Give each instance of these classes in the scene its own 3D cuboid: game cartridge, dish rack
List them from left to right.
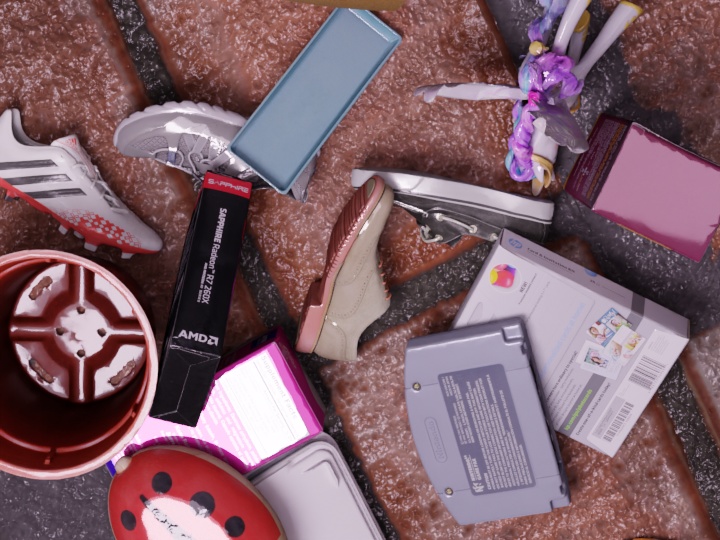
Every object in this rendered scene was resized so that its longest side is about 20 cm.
[{"bbox_3d":[-0.054,0.274,1.596,0.171,0.043,0.201,-30,100,-19],"label":"dish rack"},{"bbox_3d":[0.116,0.147,1.587,0.132,0.042,0.202,-9,112,20],"label":"game cartridge"}]

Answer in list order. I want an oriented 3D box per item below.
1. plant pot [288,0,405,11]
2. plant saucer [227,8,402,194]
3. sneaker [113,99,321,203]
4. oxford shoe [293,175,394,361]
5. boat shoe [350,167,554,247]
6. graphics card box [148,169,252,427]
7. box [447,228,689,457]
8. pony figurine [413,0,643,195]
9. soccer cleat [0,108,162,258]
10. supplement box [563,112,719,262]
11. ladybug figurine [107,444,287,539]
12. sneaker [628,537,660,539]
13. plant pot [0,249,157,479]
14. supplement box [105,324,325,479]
[{"bbox_3d":[-0.039,-0.318,1.504,0.198,0.186,0.188,21,97,-15],"label":"plant pot"},{"bbox_3d":[-0.043,-0.164,1.552,0.070,0.019,0.201,38,70,-4],"label":"plant saucer"},{"bbox_3d":[-0.135,-0.107,1.558,0.198,0.075,0.083,5,73,-1],"label":"sneaker"},{"bbox_3d":[0.000,0.000,1.571,0.073,0.071,0.201,18,123,-9],"label":"oxford shoe"},{"bbox_3d":[0.084,-0.055,1.577,0.198,0.071,0.064,12,96,-3],"label":"boat shoe"},{"bbox_3d":[-0.145,0.025,1.507,0.050,0.201,0.126,15,141,-8],"label":"graphics card box"},{"bbox_3d":[0.189,0.071,1.579,0.198,0.041,0.157,25,120,-3],"label":"box"},{"bbox_3d":[0.168,-0.172,1.515,0.166,0.193,0.202,27,98,30],"label":"pony figurine"},{"bbox_3d":[-0.272,-0.081,1.578,0.199,0.069,0.086,28,100,2],"label":"soccer cleat"},{"bbox_3d":[0.261,-0.079,1.507,0.110,0.200,0.086,26,97,-3],"label":"supplement box"},{"bbox_3d":[-0.150,0.243,1.509,0.200,0.072,0.136,40,94,-3],"label":"ladybug figurine"},{"bbox_3d":[0.234,0.323,1.619,0.198,0.077,0.079,-20,95,1],"label":"sneaker"},{"bbox_3d":[-0.273,0.070,1.531,0.198,0.195,0.203,0,97,1],"label":"plant pot"},{"bbox_3d":[-0.141,0.148,1.587,0.199,0.101,0.104,-27,97,3],"label":"supplement box"}]
